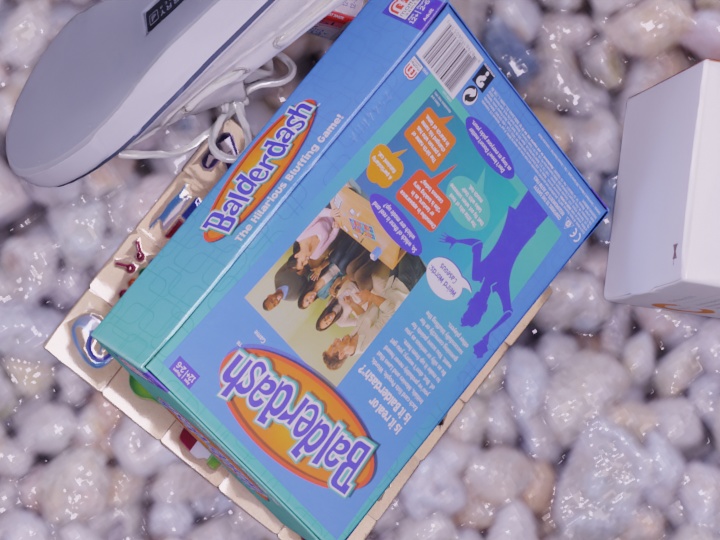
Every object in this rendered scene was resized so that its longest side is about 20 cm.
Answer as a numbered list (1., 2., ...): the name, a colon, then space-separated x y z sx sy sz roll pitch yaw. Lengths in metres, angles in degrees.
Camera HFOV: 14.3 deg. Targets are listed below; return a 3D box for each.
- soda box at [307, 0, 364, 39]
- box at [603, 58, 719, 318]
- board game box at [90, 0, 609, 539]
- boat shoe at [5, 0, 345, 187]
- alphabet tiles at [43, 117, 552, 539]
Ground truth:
1. soda box: -0.011 -0.210 1.273 0.070 0.063 0.201 15 84 -9
2. box: 0.223 -0.023 1.271 0.199 0.124 0.098 8 84 -10
3. board game box: 0.000 0.000 1.223 0.200 0.045 0.152 -50 131 -11
4. boat shoe: -0.063 -0.092 1.221 0.086 0.202 0.075 24 39 -37
5. alphabet tiles: -0.016 0.008 1.284 0.167 0.008 0.200 39 80 -5
